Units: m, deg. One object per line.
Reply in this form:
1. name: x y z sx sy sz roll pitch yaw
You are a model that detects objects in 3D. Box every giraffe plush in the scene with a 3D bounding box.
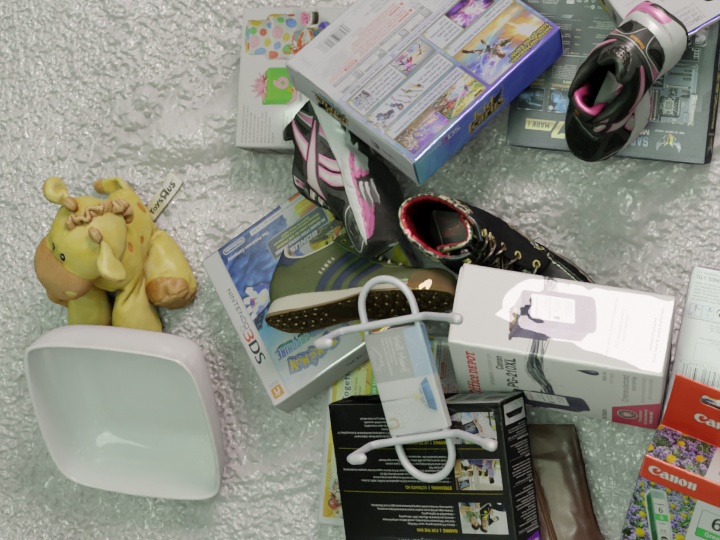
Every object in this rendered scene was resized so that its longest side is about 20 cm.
1. giraffe plush: -0.266 -0.017 1.830 0.172 0.162 0.201 21 94 18

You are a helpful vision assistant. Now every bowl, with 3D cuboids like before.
1. bowl: -0.232 0.136 1.824 0.198 0.075 0.201 4 127 17

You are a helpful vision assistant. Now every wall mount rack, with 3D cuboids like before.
1. wall mount rack: 0.051 0.104 1.621 0.173 0.074 0.201 -12 97 35

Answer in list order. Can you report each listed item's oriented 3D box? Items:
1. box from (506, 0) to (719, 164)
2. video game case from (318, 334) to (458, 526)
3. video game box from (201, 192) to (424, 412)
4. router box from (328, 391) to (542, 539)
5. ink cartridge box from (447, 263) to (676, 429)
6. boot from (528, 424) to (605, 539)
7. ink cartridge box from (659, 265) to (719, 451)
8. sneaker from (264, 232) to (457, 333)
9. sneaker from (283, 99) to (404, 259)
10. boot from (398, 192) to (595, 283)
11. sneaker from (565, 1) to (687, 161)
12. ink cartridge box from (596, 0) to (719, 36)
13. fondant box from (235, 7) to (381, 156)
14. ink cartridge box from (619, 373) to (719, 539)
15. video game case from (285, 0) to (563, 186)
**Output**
1. box: 0.247 -0.189 1.724 0.199 0.051 0.159 6 95 19
2. video game case: 0.052 0.164 1.791 0.181 0.023 0.202 4 89 18
3. video game box: -0.042 0.014 1.804 0.199 0.047 0.183 -35 69 13
4. router box: 0.069 0.195 1.709 0.199 0.051 0.150 -3 96 35
5. ink cartridge box: 0.187 0.072 1.660 0.198 0.145 0.085 9 67 12
6. boot: 0.149 0.258 1.729 0.185 0.064 0.201 -20 85 2
7. ink cartridge box: 0.358 0.106 1.665 0.136 0.076 0.202 12 90 19
8. sneaker: 0.000 0.000 1.722 0.199 0.067 0.090 -9 61 23
9. sneaker: -0.020 -0.086 1.735 0.086 0.080 0.201 -39 48 27
10. boot: 0.132 -0.007 1.704 0.203 0.154 0.074 34 96 16
11. sneaker: 0.217 -0.160 1.611 0.086 0.200 0.080 -38 71 -27
12. ink cartridge box: 0.305 -0.309 1.677 0.197 0.047 0.201 -30 65 -2
13. fondant box: -0.024 -0.192 1.817 0.198 0.058 0.146 3 88 17
14. ink cartridge box: 0.309 0.198 1.631 0.108 0.050 0.201 21 132 16
15. video game case: 0.061 -0.202 1.700 0.200 0.046 0.181 -42 59 -14
